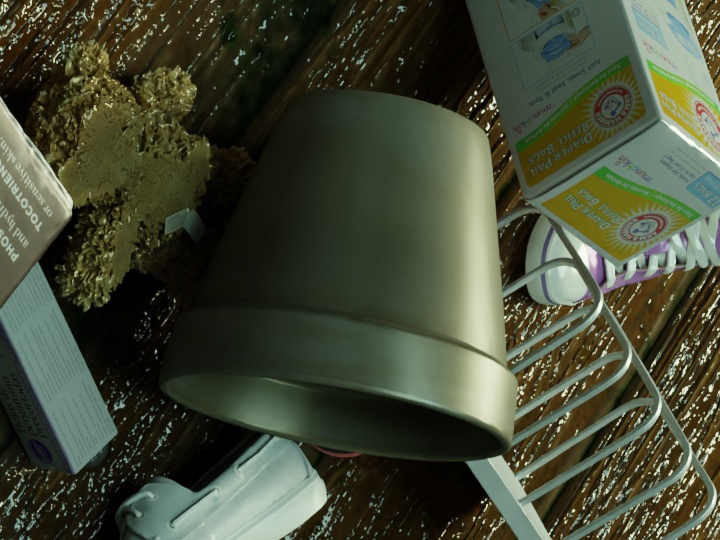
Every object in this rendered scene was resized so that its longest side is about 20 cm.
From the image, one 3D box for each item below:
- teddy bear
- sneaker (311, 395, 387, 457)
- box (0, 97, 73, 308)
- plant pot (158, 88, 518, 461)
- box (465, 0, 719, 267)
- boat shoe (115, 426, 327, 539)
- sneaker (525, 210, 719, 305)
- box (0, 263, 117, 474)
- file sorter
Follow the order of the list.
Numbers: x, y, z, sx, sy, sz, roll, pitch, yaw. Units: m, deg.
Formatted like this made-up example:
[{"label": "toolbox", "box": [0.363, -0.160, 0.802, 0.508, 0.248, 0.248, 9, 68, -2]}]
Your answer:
[{"label": "teddy bear", "box": [-0.127, -0.049, 1.663, 0.200, 0.066, 0.146, 6, 100, -56]}, {"label": "sneaker", "box": [-0.020, 0.008, 1.796, 0.087, 0.073, 0.202, -19, 104, -80]}, {"label": "box", "box": [-0.277, -0.022, 1.405, 0.200, 0.165, 0.165, -55, 132, -28]}, {"label": "plant pot", "box": [0.000, 0.000, 1.669, 0.200, 0.199, 0.175, 26, 69, -47]}, {"label": "box", "box": [0.147, -0.122, 1.856, 0.112, 0.101, 0.201, 33, 34, -45]}, {"label": "boat shoe", "box": [-0.103, 0.148, 1.709, 0.200, 0.072, 0.069, -31, 92, -32]}, {"label": "sneaker", "box": [0.202, -0.025, 1.997, 0.200, 0.114, 0.073, -25, 115, -43]}, {"label": "box", "box": [-0.190, 0.018, 1.607, 0.041, 0.039, 0.201, -45, 126, -34]}, {"label": "file sorter", "box": [0.118, 0.083, 1.859, 0.124, 0.139, 0.200, -31, 127, 3]}]
